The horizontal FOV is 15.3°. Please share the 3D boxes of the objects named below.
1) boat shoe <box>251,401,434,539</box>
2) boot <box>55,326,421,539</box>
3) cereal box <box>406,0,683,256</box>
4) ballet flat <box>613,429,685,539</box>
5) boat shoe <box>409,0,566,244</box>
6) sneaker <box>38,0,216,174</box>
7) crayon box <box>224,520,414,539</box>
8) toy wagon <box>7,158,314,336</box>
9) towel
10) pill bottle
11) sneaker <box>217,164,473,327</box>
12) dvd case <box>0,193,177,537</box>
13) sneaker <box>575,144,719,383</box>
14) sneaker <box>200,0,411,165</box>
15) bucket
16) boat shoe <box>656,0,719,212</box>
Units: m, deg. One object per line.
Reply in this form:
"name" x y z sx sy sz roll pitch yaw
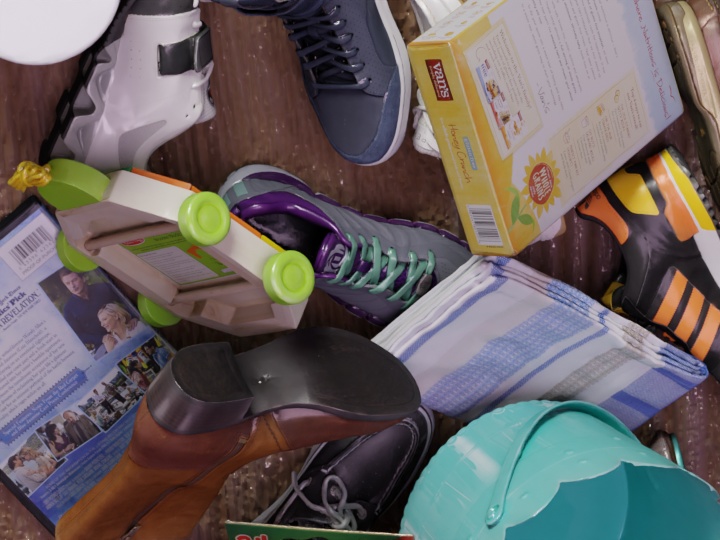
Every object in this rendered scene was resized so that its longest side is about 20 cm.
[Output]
"boat shoe" -0.023 0.161 1.765 0.199 0.068 0.074 -42 111 5
"boot" -0.077 0.123 1.703 0.188 0.069 0.200 -7 148 -34
"cereal box" 0.118 -0.118 1.653 0.200 0.039 0.145 -38 119 -41
"ballet flat" 0.203 0.206 1.828 0.067 0.068 0.201 -14 109 2
"boat shoe" 0.065 -0.094 1.694 0.069 0.071 0.201 -26 113 -1
"sneaker" -0.121 -0.136 1.647 0.088 0.074 0.201 20 113 -17
"crayon box" -0.021 0.248 1.703 0.126 0.051 0.201 2 130 12
"toy wagon" -0.125 -0.020 1.638 0.200 0.155 0.040 36 64 -28
"towel" 0.110 0.063 1.730 0.199 0.024 0.147 26 133 -31
"pill bottle" -0.193 -0.189 1.543 0.113 0.200 0.115 -3 109 -10
"sneaker" 0.000 0.000 1.693 0.199 0.088 0.075 20 103 -8
"dvd case" -0.200 0.068 1.727 0.142 0.018 0.200 -39 112 4
"sneaker" 0.209 0.020 1.767 0.090 0.070 0.201 -23 107 6
"sneaker" -0.037 -0.147 1.614 0.077 0.146 0.203 -1 108 30
"bucket" 0.131 0.187 1.703 0.206 0.135 0.208 -11 115 -24
"boat shoe" 0.252 -0.088 1.732 0.067 0.072 0.201 -20 109 -1
